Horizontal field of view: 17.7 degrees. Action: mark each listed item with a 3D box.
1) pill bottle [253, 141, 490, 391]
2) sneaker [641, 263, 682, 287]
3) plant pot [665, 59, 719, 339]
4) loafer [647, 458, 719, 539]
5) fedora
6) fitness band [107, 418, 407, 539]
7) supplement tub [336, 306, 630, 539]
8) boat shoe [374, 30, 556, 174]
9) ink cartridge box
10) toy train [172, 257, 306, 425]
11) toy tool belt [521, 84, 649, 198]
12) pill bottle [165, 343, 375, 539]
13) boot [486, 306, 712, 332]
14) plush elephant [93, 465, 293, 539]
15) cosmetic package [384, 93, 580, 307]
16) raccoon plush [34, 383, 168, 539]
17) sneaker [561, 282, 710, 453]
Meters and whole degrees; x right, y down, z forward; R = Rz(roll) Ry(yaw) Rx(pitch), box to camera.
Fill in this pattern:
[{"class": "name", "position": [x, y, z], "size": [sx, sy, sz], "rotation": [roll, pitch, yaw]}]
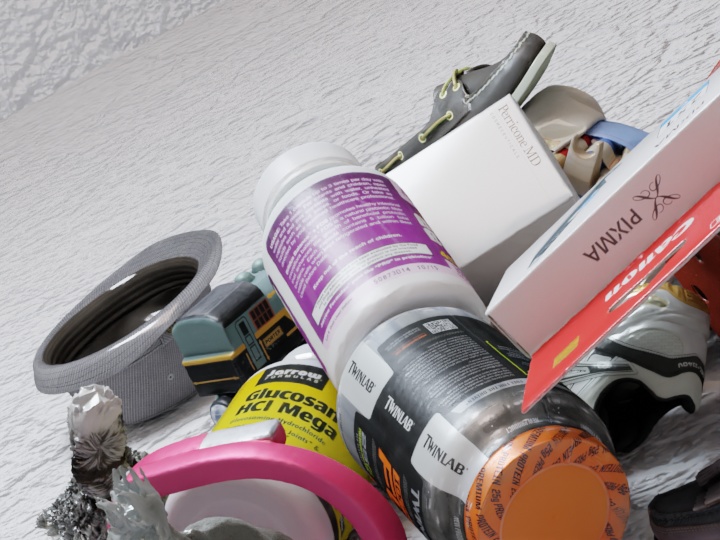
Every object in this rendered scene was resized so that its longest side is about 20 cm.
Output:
[{"class": "pill bottle", "position": [0.000, 0.000, 1.539], "size": [0.112, 0.112, 0.200], "rotation": [-27, 42, -5]}, {"class": "sneaker", "position": [0.231, -0.024, 1.530], "size": [0.200, 0.082, 0.074], "rotation": [-52, 27, -10]}, {"class": "plant pot", "position": [0.288, -0.035, 1.415], "size": [0.176, 0.200, 0.200], "rotation": [-40, 19, -9]}, {"class": "loafer", "position": [0.245, 0.104, 1.263], "size": [0.200, 0.063, 0.072], "rotation": [-17, 19, 27]}, {"class": "fedora", "position": [-0.177, 0.061, 1.937], "size": [0.177, 0.090, 0.200], "rotation": [-11, 29, 44]}, {"class": "fitness band", "position": [-0.066, 0.164, 1.389], "size": [0.200, 0.144, 0.037], "rotation": [-15, 23, 32]}, {"class": "supplement tub", "position": [0.073, 0.107, 1.374], "size": [0.122, 0.123, 0.200], "rotation": [-29, 26, -10]}, {"class": "boat shoe", "position": [0.079, -0.120, 1.797], "size": [0.201, 0.061, 0.072], "rotation": [-51, -3, 40]}, {"class": "ink cartridge box", "position": [0.154, -0.026, 1.311], "size": [0.200, 0.045, 0.176], "rotation": [-45, 4, 19]}, {"class": "toy train", "position": [-0.057, 0.042, 1.784], "size": [0.085, 0.114, 0.200], "rotation": [-7, 25, 45]}, {"class": "toy tool belt", "position": [0.177, -0.054, 1.733], "size": [0.200, 0.125, 0.123], "rotation": [19, 40, 28]}, {"class": "pill bottle", "position": [-0.047, 0.128, 1.519], "size": [0.112, 0.113, 0.200], "rotation": [-18, 19, 24]}, {"class": "boot", "position": [0.142, 0.039, 1.599], "size": [0.200, 0.070, 0.146], "rotation": [-9, -5, -20]}, {"class": "plush elephant", "position": [-0.109, 0.212, 1.315], "size": [0.155, 0.200, 0.165], "rotation": [-35, 14, 45]}, {"class": "cosmetic package", "position": [0.059, -0.019, 1.649], "size": [0.200, 0.085, 0.108], "rotation": [-35, 57, 7]}, {"class": "raccoon plush", "position": [-0.173, 0.133, 1.571], "size": [0.097, 0.200, 0.134], "rotation": [-15, 32, -26]}, {"class": "sneaker", "position": [0.138, 0.080, 1.464], "size": [0.200, 0.076, 0.088], "rotation": [-33, 46, 45]}]
